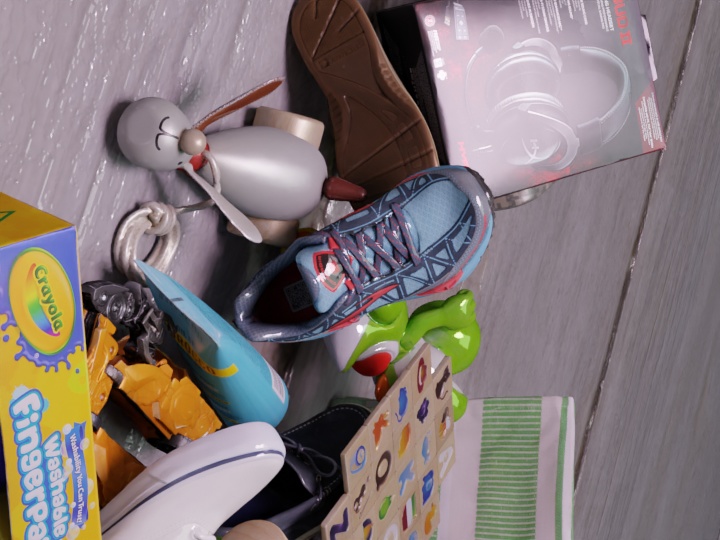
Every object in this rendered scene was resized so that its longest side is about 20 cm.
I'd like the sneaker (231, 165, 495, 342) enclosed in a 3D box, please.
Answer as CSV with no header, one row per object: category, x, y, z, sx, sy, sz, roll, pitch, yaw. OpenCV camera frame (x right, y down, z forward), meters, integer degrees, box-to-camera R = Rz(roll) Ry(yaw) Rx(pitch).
sneaker,0.000,0.000,0.970,0.080,0.200,0.095,60,24,5

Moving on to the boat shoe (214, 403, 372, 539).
boat shoe,-0.050,0.142,0.995,0.200,0.074,0.062,-35,141,-43

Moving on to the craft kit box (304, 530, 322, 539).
craft kit box,-0.094,0.300,1.003,0.197,0.048,0.201,-21,126,-26

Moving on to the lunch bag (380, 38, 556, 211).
lunch bag,0.098,-0.149,1.211,0.200,0.139,0.169,-37,115,-54

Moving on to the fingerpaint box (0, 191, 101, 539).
fingerpaint box,-0.212,0.083,0.689,0.166,0.073,0.201,-20,120,-41

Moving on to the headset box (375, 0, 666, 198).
headset box,0.128,-0.142,1.080,0.199,0.077,0.150,-16,100,-19

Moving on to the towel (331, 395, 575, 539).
towel,0.069,0.166,1.157,0.023,0.199,0.153,70,21,-56

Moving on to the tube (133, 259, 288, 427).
tube,-0.091,0.055,0.953,0.050,0.077,0.200,-48,157,-11

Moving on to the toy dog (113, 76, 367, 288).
toy dog,-0.066,-0.063,0.947,0.200,0.096,0.133,-28,124,-58

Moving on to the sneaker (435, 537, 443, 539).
sneaker,0.053,0.215,1.188,0.074,0.087,0.201,37,50,-52

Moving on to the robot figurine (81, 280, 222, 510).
robot figurine,-0.153,0.091,0.878,0.146,0.058,0.200,-67,152,-22

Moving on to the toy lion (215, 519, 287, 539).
toy lion,-0.131,0.254,0.859,0.069,0.191,0.201,67,22,-49

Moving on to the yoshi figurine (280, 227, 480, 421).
yoshi figurine,0.028,0.032,1.126,0.112,0.113,0.200,-36,126,4

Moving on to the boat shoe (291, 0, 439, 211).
boat shoe,0.011,-0.105,1.052,0.201,0.072,0.072,66,11,9

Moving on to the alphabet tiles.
alphabet tiles,0.024,0.155,1.038,0.200,0.006,0.167,-48,141,-48

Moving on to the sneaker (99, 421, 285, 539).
sneaker,-0.119,0.166,0.839,0.200,0.071,0.073,-37,152,3
